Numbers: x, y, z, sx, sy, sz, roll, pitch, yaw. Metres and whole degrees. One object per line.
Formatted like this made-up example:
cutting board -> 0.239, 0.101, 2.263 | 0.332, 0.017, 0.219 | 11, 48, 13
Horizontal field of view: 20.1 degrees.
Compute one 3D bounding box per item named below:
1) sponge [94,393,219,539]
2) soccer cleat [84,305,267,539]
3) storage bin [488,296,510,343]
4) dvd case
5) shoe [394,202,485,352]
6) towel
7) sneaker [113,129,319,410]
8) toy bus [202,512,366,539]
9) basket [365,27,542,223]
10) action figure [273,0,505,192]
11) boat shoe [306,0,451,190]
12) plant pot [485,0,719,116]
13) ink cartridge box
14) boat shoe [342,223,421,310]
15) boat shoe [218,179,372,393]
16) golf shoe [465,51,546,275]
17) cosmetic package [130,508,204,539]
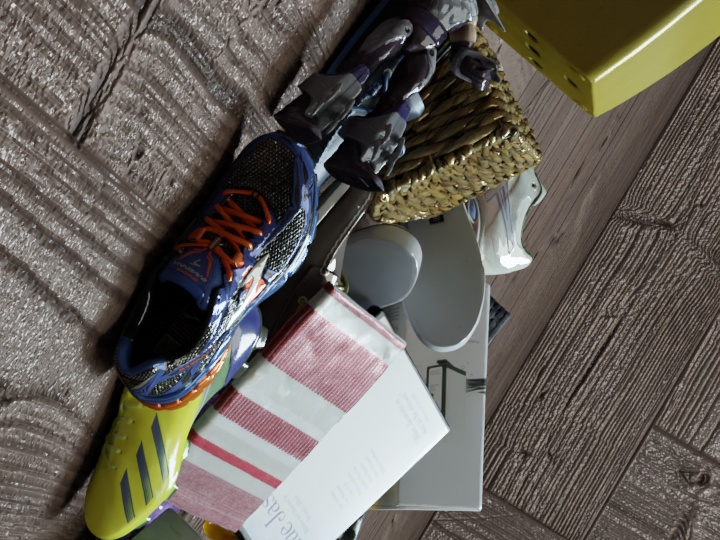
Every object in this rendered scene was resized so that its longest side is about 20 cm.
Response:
sponge -> -0.134, 0.139, 1.574 | 0.200, 0.030, 0.112 | -42, 159, -54
soccer cleat -> -0.142, 0.092, 1.383 | 0.084, 0.065, 0.200 | 22, 104, -49
storage bin -> 0.045, 0.091, 2.003 | 0.135, 0.094, 0.200 | -47, 179, 42
dvd case -> -0.027, 0.142, 1.619 | 0.200, 0.018, 0.143 | -42, 126, -18
shoe -> 0.058, -0.021, 1.702 | 0.091, 0.071, 0.201 | 98, -16, -73
towel -> -0.063, 0.102, 1.495 | 0.200, 0.023, 0.144 | -47, 150, 2
sneaker -> -0.091, 0.001, 1.296 | 0.200, 0.075, 0.078 | -61, 166, 0
toy bus -> -0.039, 0.136, 1.773 | 0.192, 0.135, 0.200 | -67, 177, -57
basket -> 0.042, -0.129, 1.575 | 0.142, 0.149, 0.200 | -26, 173, 9
action figure -> 0.034, -0.151, 1.366 | 0.200, 0.130, 0.069 | -54, -155, -14
boat shoe -> 0.018, -0.132, 1.430 | 0.200, 0.069, 0.084 | -56, 171, -1
plant pot -> 0.201, -0.246, 1.684 | 0.176, 0.200, 0.200 | -48, 169, -1
ink cartridge box -> 0.052, 0.115, 1.817 | 0.146, 0.084, 0.201 | 161, -68, -73
boat shoe -> 0.000, 0.000, 1.646 | 0.066, 0.072, 0.200 | -67, -173, -30
boat shoe -> -0.045, 0.017, 1.495 | 0.200, 0.059, 0.072 | -54, -178, 16
golf shoe -> 0.117, -0.093, 1.790 | 0.078, 0.097, 0.201 | -173, -91, -70
cosmetic package -> -0.179, 0.316, 1.516 | 0.199, 0.123, 0.200 | -39, 159, -28
